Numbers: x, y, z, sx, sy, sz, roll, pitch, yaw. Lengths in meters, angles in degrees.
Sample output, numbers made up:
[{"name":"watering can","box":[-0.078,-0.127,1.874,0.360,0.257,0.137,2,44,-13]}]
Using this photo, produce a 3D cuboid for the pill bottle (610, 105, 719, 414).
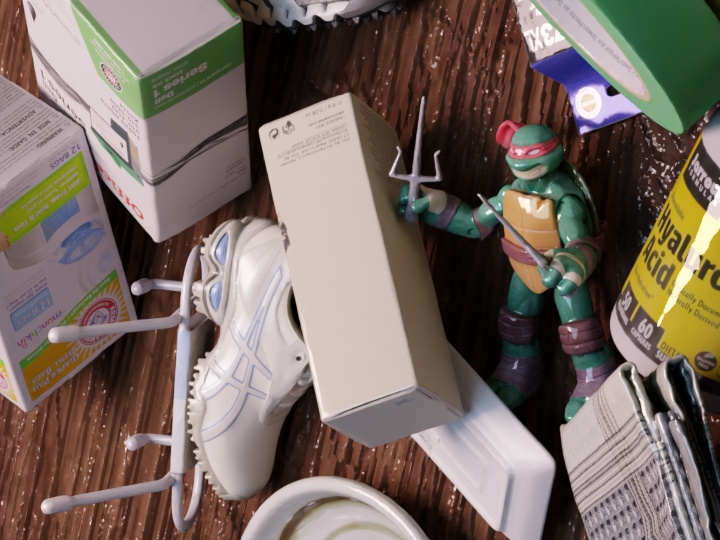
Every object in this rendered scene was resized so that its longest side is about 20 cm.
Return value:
[{"name":"pill bottle","box":[0.225,-0.027,1.497,0.111,0.111,0.200,40,121,29]}]

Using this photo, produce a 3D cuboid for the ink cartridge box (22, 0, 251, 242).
[{"name":"ink cartridge box","box":[-0.145,-0.132,1.756,0.146,0.084,0.200,48,160,24]}]

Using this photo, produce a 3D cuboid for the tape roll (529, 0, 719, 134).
[{"name":"tape roll","box":[0.123,-0.162,1.466,0.048,0.200,0.200,-43,66,1]}]

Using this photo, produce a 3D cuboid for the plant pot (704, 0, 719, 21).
[{"name":"plant pot","box":[0.276,-0.187,1.379,0.200,0.200,0.176,52,138,22]}]

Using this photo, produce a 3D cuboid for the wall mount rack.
[{"name":"wall mount rack","box":[-0.148,0.083,1.808,0.074,0.174,0.200,6,103,12]}]

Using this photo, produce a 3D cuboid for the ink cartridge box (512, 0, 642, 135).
[{"name":"ink cartridge box","box":[0.130,-0.187,1.604,0.095,0.037,0.200,-19,87,41]}]

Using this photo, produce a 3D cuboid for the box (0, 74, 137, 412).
[{"name":"box","box":[-0.241,-0.019,1.855,0.101,0.112,0.200,33,149,33]}]

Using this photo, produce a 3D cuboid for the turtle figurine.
[{"name":"turtle figurine","box":[0.102,-0.012,1.617,0.150,0.101,0.200,23,131,55]}]

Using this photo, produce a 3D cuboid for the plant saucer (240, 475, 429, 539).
[{"name":"plant saucer","box":[0.002,0.230,1.783,0.200,0.050,0.200,9,104,41]}]

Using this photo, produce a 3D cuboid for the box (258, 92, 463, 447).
[{"name":"box","box":[0.000,0.000,1.655,0.068,0.082,0.200,-20,65,18]}]

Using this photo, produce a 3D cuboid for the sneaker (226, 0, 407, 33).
[{"name":"sneaker","box":[-0.053,-0.201,1.739,0.200,0.066,0.091,7,105,43]}]

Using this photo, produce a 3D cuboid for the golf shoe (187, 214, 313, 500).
[{"name":"golf shoe","box":[-0.058,0.066,1.794,0.097,0.078,0.200,12,112,25]}]

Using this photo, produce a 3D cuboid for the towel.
[{"name":"towel","box":[0.164,0.155,1.502,0.200,0.035,0.193,128,130,-70]}]

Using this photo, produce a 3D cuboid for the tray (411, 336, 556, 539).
[{"name":"tray","box":[0.048,0.086,1.698,0.200,0.022,0.107,48,154,28]}]
